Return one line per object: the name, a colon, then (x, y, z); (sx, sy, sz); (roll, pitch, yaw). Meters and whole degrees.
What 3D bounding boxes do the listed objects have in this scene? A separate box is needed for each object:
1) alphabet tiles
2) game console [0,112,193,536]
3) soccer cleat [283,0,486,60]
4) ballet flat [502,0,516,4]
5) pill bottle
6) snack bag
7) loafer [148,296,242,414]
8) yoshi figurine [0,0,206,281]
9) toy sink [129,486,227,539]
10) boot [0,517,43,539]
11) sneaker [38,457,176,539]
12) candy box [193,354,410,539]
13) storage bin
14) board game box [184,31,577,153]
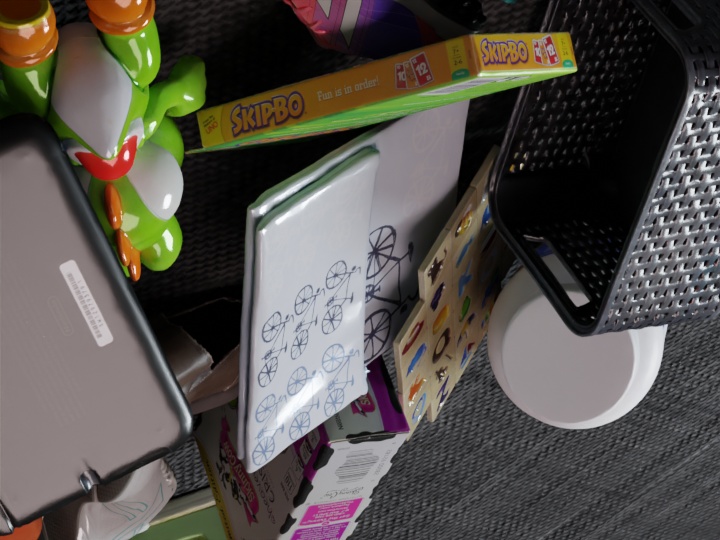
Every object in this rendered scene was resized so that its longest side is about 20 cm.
alphabet tiles: (0.064, 0.012, 1.372); (0.167, 0.006, 0.200); (-58, 162, -24)
game console: (-0.205, 0.022, 1.107); (0.175, 0.116, 0.201); (-26, 118, -4)
soccer cleat: (-0.015, -0.145, 1.103); (0.073, 0.068, 0.200); (-34, 152, 26)
ballet flat: (0.043, -0.188, 1.078); (0.062, 0.068, 0.200); (-47, 145, 18)
pill bottle: (0.139, 0.038, 1.387); (0.112, 0.112, 0.200); (-31, -179, 12)
snack bag: (0.000, 0.000, 1.258); (0.200, 0.021, 0.189); (-35, 142, -39)
loafer: (-0.131, 0.057, 1.317); (0.200, 0.073, 0.071); (-29, 154, -54)
yoshi figurine: (-0.134, -0.087, 1.107); (0.112, 0.112, 0.201); (-52, 150, -32)
toy sink: (-0.157, 0.256, 1.587); (0.199, 0.131, 0.112); (-18, 150, -10)
boot: (-0.265, 0.171, 1.391); (0.075, 0.108, 0.200); (-36, 151, 16)
sneaker: (-0.161, 0.132, 1.455); (0.080, 0.071, 0.200); (-17, 158, -31)
candy box: (-0.044, 0.105, 1.416); (0.061, 0.137, 0.200); (-5, 145, -24)
storage bin: (0.163, -0.076, 1.239); (0.093, 0.135, 0.201); (-8, 133, -27)
board game box: (0.006, -0.092, 1.142); (0.199, 0.030, 0.095); (-15, 177, 37)
